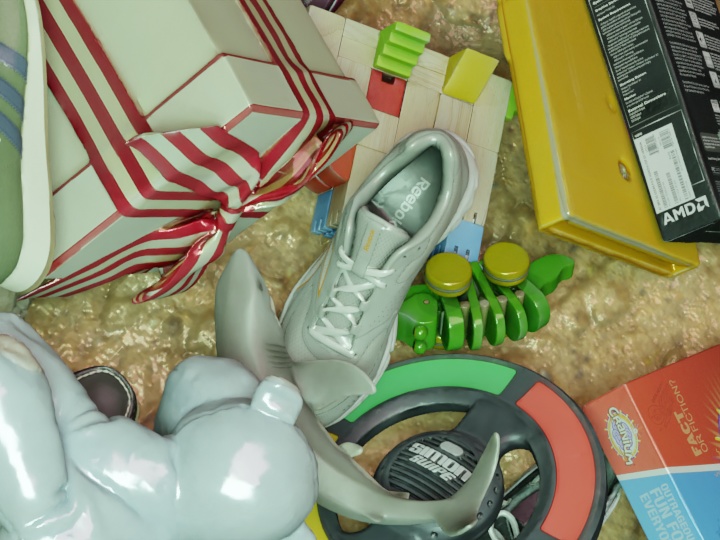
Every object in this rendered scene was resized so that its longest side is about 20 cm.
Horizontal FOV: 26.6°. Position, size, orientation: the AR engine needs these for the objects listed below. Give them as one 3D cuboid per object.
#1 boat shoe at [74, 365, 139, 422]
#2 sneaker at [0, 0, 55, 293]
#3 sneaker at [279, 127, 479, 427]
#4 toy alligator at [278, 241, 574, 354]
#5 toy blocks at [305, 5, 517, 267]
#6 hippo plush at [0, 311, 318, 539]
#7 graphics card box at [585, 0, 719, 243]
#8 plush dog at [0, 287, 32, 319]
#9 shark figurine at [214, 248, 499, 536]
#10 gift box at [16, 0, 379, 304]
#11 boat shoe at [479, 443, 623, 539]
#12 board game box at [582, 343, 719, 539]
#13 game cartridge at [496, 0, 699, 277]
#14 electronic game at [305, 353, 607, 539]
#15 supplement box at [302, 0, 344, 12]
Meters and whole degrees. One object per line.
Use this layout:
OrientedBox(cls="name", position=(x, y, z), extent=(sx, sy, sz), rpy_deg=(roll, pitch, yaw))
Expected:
OrientedBox(cls="boat shoe", position=(-0.197, 0.120, 0.838), extent=(0.200, 0.066, 0.072), rpy_deg=(-39, 85, -28))
OrientedBox(cls="sneaker", position=(-0.208, -0.088, 0.756), extent=(0.089, 0.067, 0.203), rpy_deg=(-2, 83, -51))
OrientedBox(cls="sneaker", position=(0.000, 0.000, 0.891), extent=(0.075, 0.092, 0.202), rpy_deg=(27, 89, 8))
OrientedBox(cls="toy alligator", position=(0.050, 0.029, 0.957), extent=(0.197, 0.060, 0.055), rpy_deg=(-11, 46, -14))
OrientedBox(cls="toy blocks", position=(0.011, -0.077, 0.983), extent=(0.198, 0.100, 0.139), rpy_deg=(17, 77, -22))
OrientedBox(cls="hippo plush", position=(-0.105, 0.086, 0.734), extent=(0.159, 0.200, 0.161), rpy_deg=(-18, 113, -12))
OrientedBox(cls="graphics card box", position=(0.225, -0.120, 1.054), extent=(0.125, 0.051, 0.202), rpy_deg=(-1, 70, -54))
OrientedBox(cls="plush dog", position=(-0.254, -0.021, 0.844), extent=(0.171, 0.159, 0.203), rpy_deg=(19, 63, -40))
OrientedBox(cls="shark figurine", position=(-0.029, 0.103, 0.841), extent=(0.214, 0.129, 0.089), rpy_deg=(39, 29, 22))
OrientedBox(cls="gift box", position=(-0.124, -0.093, 0.856), extent=(0.188, 0.184, 0.199), rpy_deg=(59, 27, 11))
OrientedBox(cls="boat shoe", position=(0.091, 0.177, 0.916), extent=(0.198, 0.068, 0.074), rpy_deg=(-35, 83, -27))
OrientedBox(cls="board game box", position=(0.246, 0.124, 0.974), extent=(0.199, 0.040, 0.154), rpy_deg=(-16, 75, -44))
OrientedBox(cls="game cartridge", position=(0.157, -0.107, 1.027), extent=(0.175, 0.032, 0.203), rpy_deg=(16, 58, -49))
OrientedBox(cls="electronic game", position=(0.044, 0.127, 0.886), extent=(0.197, 0.042, 0.201), rpy_deg=(-8, 44, 8))
OrientedBox(cls="supplement box", position=(-0.064, -0.276, 1.010), extent=(0.199, 0.103, 0.131), rpy_deg=(38, 51, -2))
